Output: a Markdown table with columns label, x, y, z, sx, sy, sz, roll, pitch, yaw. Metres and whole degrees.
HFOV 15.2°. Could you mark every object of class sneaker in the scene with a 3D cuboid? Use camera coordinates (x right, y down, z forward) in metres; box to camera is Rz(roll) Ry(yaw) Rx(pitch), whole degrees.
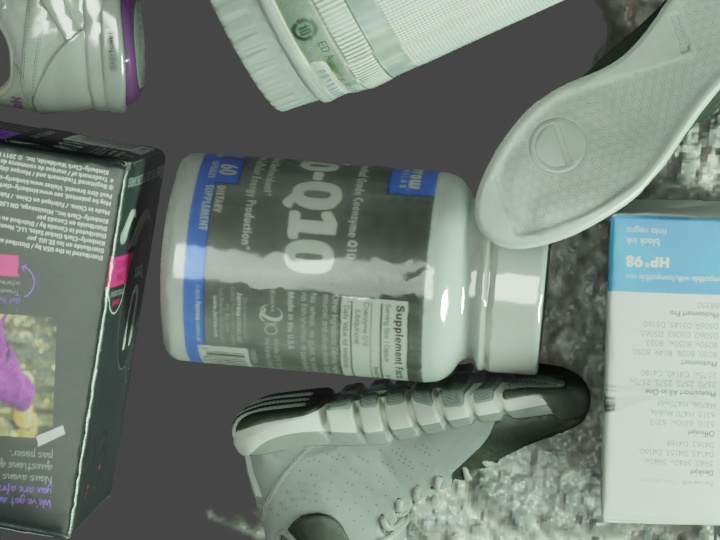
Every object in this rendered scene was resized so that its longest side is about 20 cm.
| label | x | y | z | sx | sy | sz | roll | pitch | yaw |
| --- | --- | --- | --- | --- | --- | --- | --- | --- | --- |
| sneaker | 0.138 | -0.076 | 1.414 | 0.200 | 0.099 | 0.071 | -44 | 81 | -8 |
| sneaker | 0.035 | 0.117 | 1.473 | 0.199 | 0.075 | 0.116 | -7 | 100 | 17 |
| sneaker | -0.173 | -0.181 | 1.456 | 0.099 | 0.075 | 0.201 | -5 | 95 | 5 |

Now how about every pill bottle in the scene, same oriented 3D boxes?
| label | x | y | z | sx | sy | sz | roll | pitch | yaw |
| --- | --- | --- | --- | --- | --- | --- | --- | --- | --- |
| pill bottle | 0.000 | 0.000 | 1.437 | 0.199 | 0.114 | 0.114 | 4 | 96 | 5 |

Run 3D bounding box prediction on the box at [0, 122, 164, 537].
| label | x | y | z | sx | sy | sz | roll | pitch | yaw |
| --- | --- | --- | --- | --- | --- | --- | --- | --- | --- |
| box | -0.178 | 0.028 | 1.447 | 0.106 | 0.122 | 0.201 | 10 | 97 | 4 |

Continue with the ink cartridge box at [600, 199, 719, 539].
| label | x | y | z | sx | sy | sz | roll | pitch | yaw |
| --- | --- | --- | --- | --- | --- | --- | --- | --- | --- |
| ink cartridge box | 0.161 | 0.066 | 1.425 | 0.066 | 0.116 | 0.201 | 2 | 95 | 6 |

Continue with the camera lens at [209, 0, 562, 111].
| label | x | y | z | sx | sy | sz | roll | pitch | yaw |
| --- | --- | --- | --- | --- | --- | --- | --- | --- | --- |
| camera lens | 0.019 | -0.188 | 1.392 | 0.200 | 0.160 | 0.160 | -24 | 93 | 8 |
